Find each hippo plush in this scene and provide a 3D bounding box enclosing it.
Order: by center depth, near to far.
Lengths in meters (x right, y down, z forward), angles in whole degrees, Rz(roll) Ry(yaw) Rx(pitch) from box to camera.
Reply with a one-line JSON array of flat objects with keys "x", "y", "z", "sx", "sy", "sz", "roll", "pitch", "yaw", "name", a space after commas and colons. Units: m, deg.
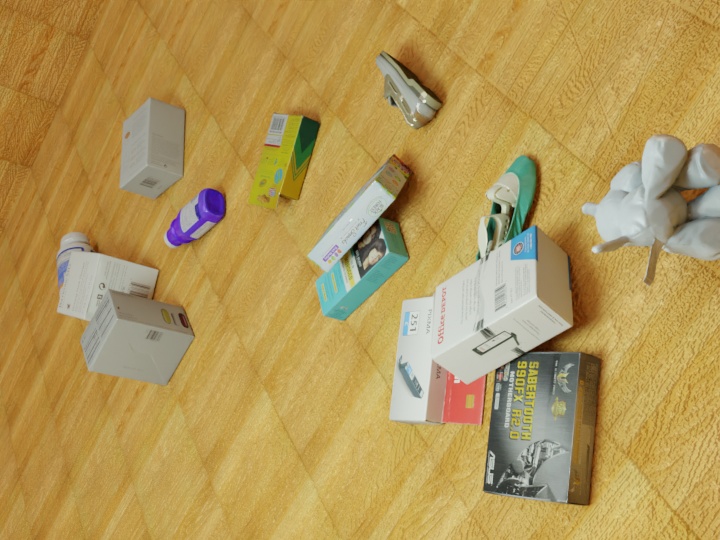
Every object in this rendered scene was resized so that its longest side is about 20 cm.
[{"x": 0.381, "y": -0.066, "z": 1.289, "sx": 0.201, "sy": 0.158, "sz": 0.161, "roll": -60, "pitch": 5, "yaw": -6, "name": "hippo plush"}]

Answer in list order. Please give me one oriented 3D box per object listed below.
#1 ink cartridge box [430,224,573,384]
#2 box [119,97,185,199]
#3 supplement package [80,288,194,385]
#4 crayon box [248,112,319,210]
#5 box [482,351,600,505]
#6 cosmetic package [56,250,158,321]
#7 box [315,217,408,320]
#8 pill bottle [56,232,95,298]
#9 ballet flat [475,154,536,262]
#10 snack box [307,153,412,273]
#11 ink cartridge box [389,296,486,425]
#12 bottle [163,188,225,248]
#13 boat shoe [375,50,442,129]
[{"x": 0.201, "y": 0.051, "z": 1.447, "sx": 0.199, "sy": 0.084, "sz": 0.147, "roll": -35, "pitch": 32, "yaw": 35, "name": "ink cartridge box"}, {"x": -0.535, "y": -0.313, "z": 2.583, "sx": 0.152, "sy": 0.106, "sz": 0.202, "roll": -27, "pitch": 57, "yaw": 45, "name": "box"}, {"x": -0.509, "y": 0.154, "z": 2.291, "sx": 0.157, "sy": 0.199, "sz": 0.111, "roll": -56, "pitch": 41, "yaw": 21, "name": "supplement package"}, {"x": -0.163, "y": -0.224, "z": 2.105, "sx": 0.126, "sy": 0.050, "sz": 0.202, "roll": 17, "pitch": 90, "yaw": 54, "name": "crayon box"}, {"x": 0.250, "y": 0.217, "z": 1.395, "sx": 0.158, "sy": 0.048, "sz": 0.203, "roll": -6, "pitch": 72, "yaw": 52, "name": "box"}, {"x": -0.638, "y": 0.052, "z": 2.529, "sx": 0.199, "sy": 0.165, "sz": 0.170, "roll": 5, "pitch": 81, "yaw": 54, "name": "cosmetic package"}, {"x": 0.000, "y": 0.000, "z": 1.807, "sx": 0.200, "sy": 0.049, "sz": 0.083, "roll": -45, "pitch": 45, "yaw": 34, "name": "box"}, {"x": -0.787, "y": -0.006, "z": 2.793, "sx": 0.112, "sy": 0.111, "sz": 0.201, "roll": -47, "pitch": 44, "yaw": 31, "name": "pill bottle"}, {"x": 0.219, "y": -0.087, "z": 1.534, "sx": 0.067, "sy": 0.070, "sz": 0.203, "roll": 6, "pitch": 81, "yaw": 53, "name": "ballet flat"}, {"x": -0.001, "y": -0.101, "z": 1.778, "sx": 0.200, "sy": 0.053, "sz": 0.143, "roll": -47, "pitch": 7, "yaw": 29, "name": "snack box"}, {"x": 0.126, "y": 0.141, "z": 1.592, "sx": 0.175, "sy": 0.044, "sz": 0.203, "roll": -9, "pitch": 70, "yaw": 52, "name": "ink cartridge box"}, {"x": -0.393, "y": -0.115, "z": 2.354, "sx": 0.199, "sy": 0.065, "sz": 0.084, "roll": -35, "pitch": 51, "yaw": 41, "name": "bottle"}, {"x": 0.072, "y": -0.329, "z": 1.817, "sx": 0.069, "sy": 0.074, "sz": 0.201, "roll": -52, "pitch": 42, "yaw": 18, "name": "boat shoe"}]
